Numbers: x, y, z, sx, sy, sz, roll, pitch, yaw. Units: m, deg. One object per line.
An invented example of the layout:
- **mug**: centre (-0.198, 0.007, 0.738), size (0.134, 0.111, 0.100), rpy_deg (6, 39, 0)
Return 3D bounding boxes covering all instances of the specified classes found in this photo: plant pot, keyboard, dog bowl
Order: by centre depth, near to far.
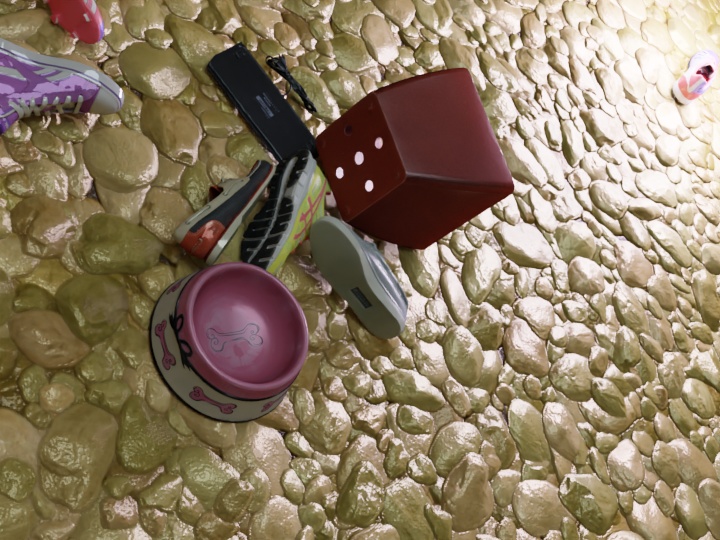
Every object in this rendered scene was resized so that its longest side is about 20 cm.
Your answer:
- **dog bowl**: centre (-0.150, 0.079, 1.323), size (0.200, 0.074, 0.200), rpy_deg (18, 56, -28)
- **plant pot**: centre (0.057, -0.155, 1.506), size (0.176, 0.200, 0.200), rpy_deg (-3, 68, -45)
- **keyboard**: centre (-0.123, -0.241, 1.557), size (0.127, 0.021, 0.200), rpy_deg (-37, 91, -37)

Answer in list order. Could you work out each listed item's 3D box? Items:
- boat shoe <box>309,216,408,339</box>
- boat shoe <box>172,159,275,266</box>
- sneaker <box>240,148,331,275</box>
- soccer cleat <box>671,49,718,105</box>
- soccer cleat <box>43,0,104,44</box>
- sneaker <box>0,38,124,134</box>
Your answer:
- **boat shoe**: centre (0.001, 0.000, 1.471), size (0.201, 0.070, 0.072), rpy_deg (56, 34, -23)
- **boat shoe**: centre (-0.171, -0.086, 1.403), size (0.063, 0.071, 0.200), rpy_deg (32, 46, -3)
- **sneaker**: centre (-0.087, -0.062, 1.450), size (0.090, 0.078, 0.200), rpy_deg (46, 55, -38)
- **soccer cleat**: centre (0.703, -0.406, 2.223), size (0.068, 0.073, 0.200), rpy_deg (49, 48, -4)
- **soccer cleat**: centre (-0.389, -0.383, 1.410), size (0.200, 0.067, 0.076), rpy_deg (49, 43, 0)
- **sneaker**: centre (-0.391, -0.200, 1.307), size (0.200, 0.073, 0.114), rpy_deg (15, 61, -18)
